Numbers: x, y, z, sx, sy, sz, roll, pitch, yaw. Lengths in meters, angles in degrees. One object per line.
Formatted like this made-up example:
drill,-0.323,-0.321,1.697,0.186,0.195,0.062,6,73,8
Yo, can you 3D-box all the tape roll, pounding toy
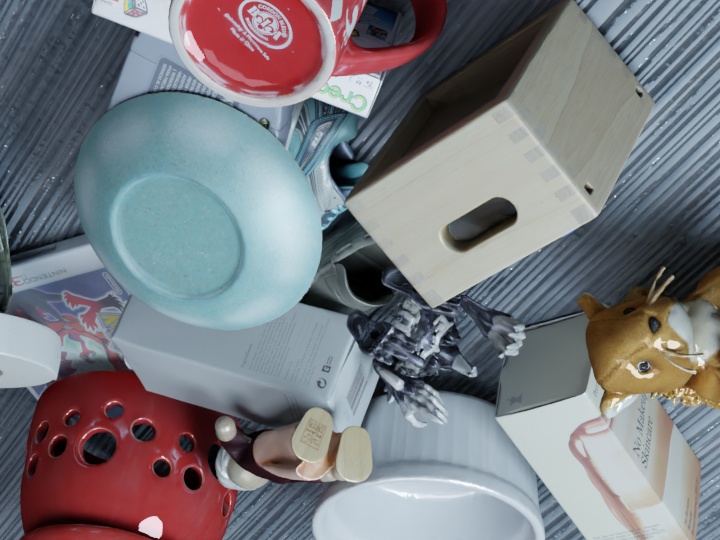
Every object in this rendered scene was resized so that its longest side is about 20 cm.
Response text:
tape roll,-0.359,0.066,1.533,0.202,0.037,0.203,4,165,1
pounding toy,0.102,-0.066,1.266,0.200,0.184,0.142,-31,106,38

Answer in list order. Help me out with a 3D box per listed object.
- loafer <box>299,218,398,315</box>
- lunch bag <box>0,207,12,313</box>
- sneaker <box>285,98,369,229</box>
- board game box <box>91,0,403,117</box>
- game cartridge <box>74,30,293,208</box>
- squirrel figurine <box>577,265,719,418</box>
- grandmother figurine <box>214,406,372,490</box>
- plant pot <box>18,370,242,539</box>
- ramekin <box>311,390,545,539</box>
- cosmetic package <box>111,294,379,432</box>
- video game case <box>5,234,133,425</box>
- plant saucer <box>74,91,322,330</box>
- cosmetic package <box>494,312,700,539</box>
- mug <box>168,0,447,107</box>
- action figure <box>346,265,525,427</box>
loafer,0.000,0.000,1.422,0.070,0.070,0.200,26,140,-12
lunch bag,-0.397,-0.036,1.486,0.163,0.118,0.200,-3,135,21
sneaker,-0.039,-0.056,1.381,0.086,0.078,0.201,10,136,4
board game box,-0.074,-0.178,1.233,0.199,0.126,0.035,21,119,-2
game cartridge,-0.126,-0.093,1.319,0.133,0.042,0.200,27,126,-2
squirrel figurine,0.248,0.060,1.329,0.186,0.142,0.200,-9,168,-15
grandmother figurine,-0.068,0.151,1.457,0.121,0.061,0.200,35,156,-14
plant pot,-0.215,0.214,1.606,0.199,0.183,0.201,7,144,5
ramekin,0.060,0.188,1.546,0.199,0.098,0.201,4,144,3
cosmetic package,-0.094,0.071,1.480,0.199,0.081,0.113,17,157,16
video game case,-0.251,0.060,1.602,0.182,0.023,0.200,-14,127,30
plant saucer,-0.127,-0.032,1.312,0.200,0.039,0.202,9,123,15
cosmetic package,0.200,0.141,1.475,0.087,0.104,0.200,-18,127,30
mug,-0.024,-0.201,1.141,0.177,0.200,0.134,19,135,-1
action figure,0.059,0.062,1.395,0.102,0.119,0.200,39,180,20
